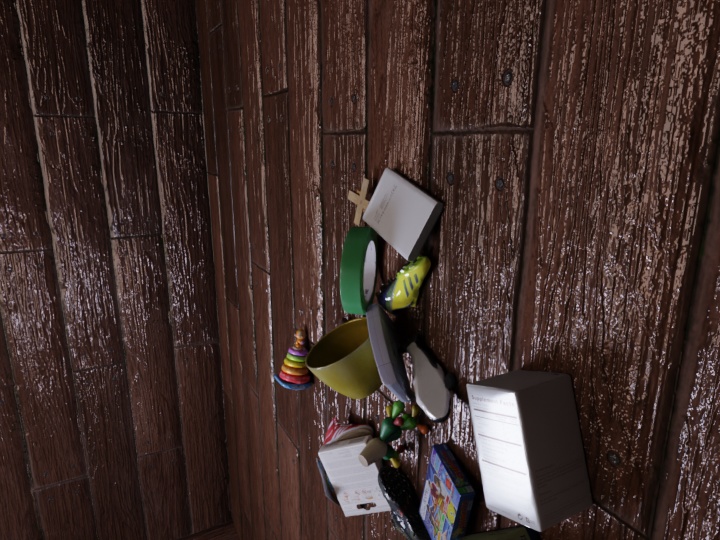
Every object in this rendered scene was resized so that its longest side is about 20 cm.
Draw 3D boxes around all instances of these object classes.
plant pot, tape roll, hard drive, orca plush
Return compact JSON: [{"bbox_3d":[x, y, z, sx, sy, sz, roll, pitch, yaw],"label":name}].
[{"bbox_3d":[-0.015,0.231,1.259,0.142,0.200,0.200,59,157,-16],"label":"plant pot"},{"bbox_3d":[0.000,0.000,1.163,0.200,0.048,0.201,4,-90,-79],"label":"tape roll"},{"bbox_3d":[0.084,-0.123,1.080,0.200,0.027,0.132,48,118,49],"label":"hard drive"},{"bbox_3d":[0.137,0.238,1.067,0.200,0.105,0.071,49,169,43],"label":"orca plush"}]

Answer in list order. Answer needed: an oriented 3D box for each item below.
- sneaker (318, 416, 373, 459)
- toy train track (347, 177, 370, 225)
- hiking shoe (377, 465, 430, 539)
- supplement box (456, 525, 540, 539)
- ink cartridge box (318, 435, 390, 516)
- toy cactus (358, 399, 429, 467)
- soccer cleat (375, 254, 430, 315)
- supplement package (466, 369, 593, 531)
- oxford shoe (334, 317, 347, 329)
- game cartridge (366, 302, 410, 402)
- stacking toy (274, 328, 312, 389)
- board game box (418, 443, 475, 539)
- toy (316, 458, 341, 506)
[{"bbox_3d":[-0.035,0.460,1.451,0.200,0.071,0.113,-36,17,29],"label":"sneaker"},{"bbox_3d":[0.037,-0.148,1.206,0.200,0.032,0.115,39,123,46],"label":"toy train track"},{"bbox_3d":[0.092,0.576,1.229,0.200,0.075,0.101,54,138,41],"label":"hiking shoe"},{"bbox_3d":[0.198,0.550,0.882,0.200,0.199,0.135,-54,48,53],"label":"supplement box"},{"bbox_3d":[-0.006,0.554,1.371,0.161,0.050,0.201,-21,97,26],"label":"ink cartridge box"},{"bbox_3d":[0.068,0.388,1.150,0.102,0.165,0.200,39,138,27],"label":"toy cactus"},{"bbox_3d":[0.106,0.034,1.103,0.084,0.065,0.200,47,141,3],"label":"soccer cleat"},{"bbox_3d":[0.258,0.266,0.785,0.117,0.117,0.201,-14,84,63],"label":"supplement package"},{"bbox_3d":[-0.057,0.225,1.456,0.073,0.071,0.201,-102,24,-55],"label":"oxford shoe"},{"bbox_3d":[0.060,0.177,1.120,0.133,0.040,0.201,59,-166,-51],"label":"game cartridge"},{"bbox_3d":[-0.216,0.300,1.752,0.110,0.116,0.201,18,99,60],"label":"stacking toy"},{"bbox_3d":[0.176,0.487,1.063,0.135,0.034,0.201,-123,35,-59],"label":"board game box"},{"bbox_3d":[-0.057,0.622,1.473,0.200,0.047,0.115,62,-179,-44],"label":"toy"}]
